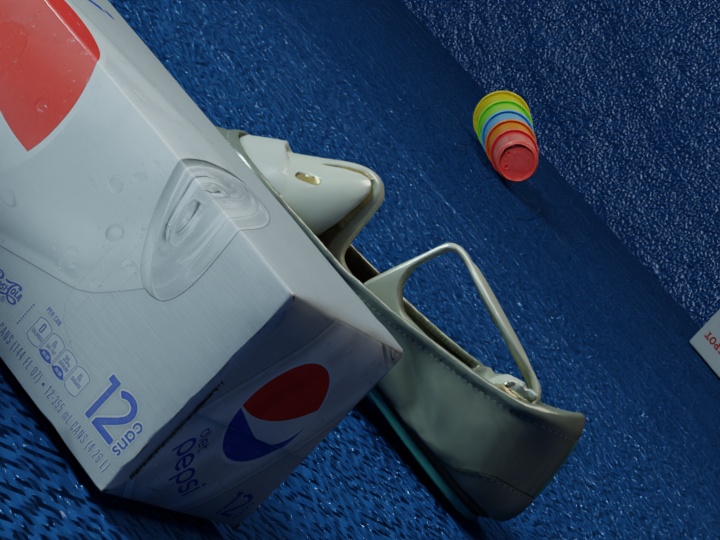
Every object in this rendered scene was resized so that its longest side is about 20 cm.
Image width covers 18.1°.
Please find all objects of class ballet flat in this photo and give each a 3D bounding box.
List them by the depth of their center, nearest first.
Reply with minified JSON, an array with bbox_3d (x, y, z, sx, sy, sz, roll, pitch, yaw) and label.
[{"bbox_3d":[0.000,0.000,0.796,0.200,0.064,0.067,46,8,6],"label":"ballet flat"}]

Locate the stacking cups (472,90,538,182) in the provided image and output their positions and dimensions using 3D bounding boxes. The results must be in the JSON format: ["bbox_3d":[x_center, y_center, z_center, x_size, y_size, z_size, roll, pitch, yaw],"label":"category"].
[{"bbox_3d":[0.149,-0.127,2.195,0.060,0.061,0.200,43,9,-13],"label":"stacking cups"}]

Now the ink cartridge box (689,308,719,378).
[{"bbox_3d":[0.471,0.061,2.408,0.086,0.200,0.147,37,11,-36],"label":"ink cartridge box"}]

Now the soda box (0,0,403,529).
[{"bbox_3d":[-0.080,-0.033,0.552,0.200,0.063,0.068,50,9,26],"label":"soda box"}]
